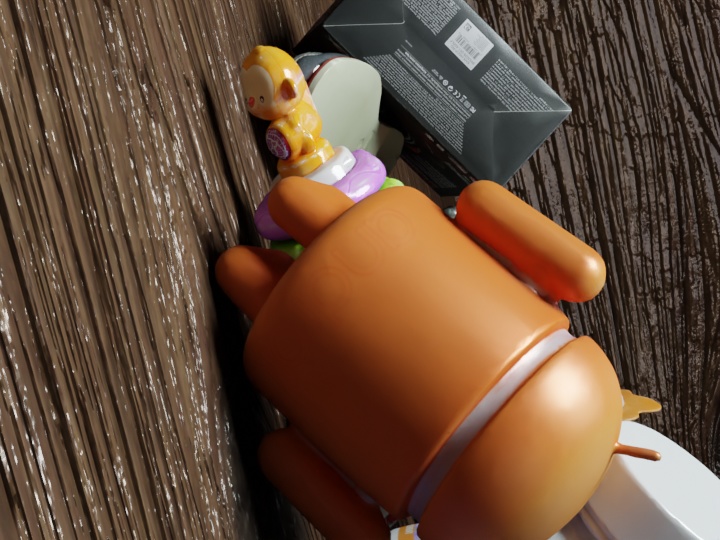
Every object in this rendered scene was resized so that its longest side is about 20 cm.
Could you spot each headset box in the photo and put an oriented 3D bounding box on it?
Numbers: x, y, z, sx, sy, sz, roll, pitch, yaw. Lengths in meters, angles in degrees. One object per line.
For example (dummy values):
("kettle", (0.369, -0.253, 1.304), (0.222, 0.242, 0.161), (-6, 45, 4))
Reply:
("headset box", (0.039, -0.123, 1.149), (0.149, 0.075, 0.200), (44, -4, -8))

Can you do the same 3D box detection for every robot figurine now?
("robot figurine", (0.029, 0.045, 0.769), (0.200, 0.144, 0.117), (41, -29, 14))

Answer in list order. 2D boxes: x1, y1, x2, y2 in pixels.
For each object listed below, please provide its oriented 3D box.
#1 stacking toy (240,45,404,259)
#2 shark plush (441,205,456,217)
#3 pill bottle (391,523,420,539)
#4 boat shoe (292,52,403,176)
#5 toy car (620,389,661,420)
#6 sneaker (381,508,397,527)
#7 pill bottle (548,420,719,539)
("stacking toy", (-0.008, -0.019, 0.875), (0.116, 0.109, 0.201), (8, -50, 59))
("shark plush", (0.053, 0.014, 1.095), (0.091, 0.083, 0.200), (47, -21, -11))
("pill bottle", (0.118, 0.195, 1.091), (0.112, 0.198, 0.113), (-13, 90, -84))
("boat shoe", (-0.023, -0.091, 1.053), (0.062, 0.071, 0.200), (35, 0, 13))
("toy car", (0.135, 0.122, 1.378), (0.177, 0.198, 0.186), (-68, 144, -79))
("sneaker", (0.052, 0.074, 0.974), (0.077, 0.085, 0.200), (55, 35, -14))
("pill bottle", (0.093, 0.176, 0.831), (0.114, 0.201, 0.114), (33, 18, -12))
